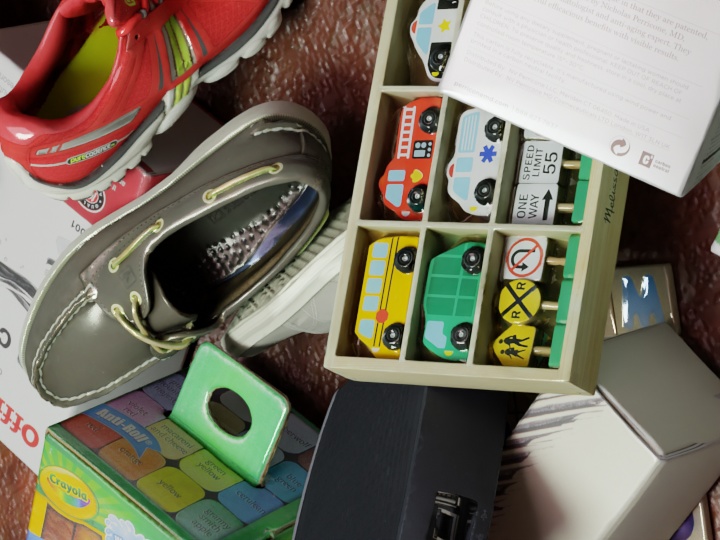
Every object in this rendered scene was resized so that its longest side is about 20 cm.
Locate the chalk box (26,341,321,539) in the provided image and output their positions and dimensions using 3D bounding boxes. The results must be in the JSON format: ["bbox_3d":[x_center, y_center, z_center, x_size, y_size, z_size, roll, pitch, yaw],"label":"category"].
[{"bbox_3d":[-0.083,0.133,1.345,0.124,0.124,0.200,36,130,30],"label":"chalk box"}]

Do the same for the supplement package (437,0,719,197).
[{"bbox_3d":[0.126,-0.149,1.065,0.109,0.114,0.200,24,108,12],"label":"supplement package"}]

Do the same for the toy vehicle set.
[{"bbox_3d":[0.058,-0.047,1.184,0.124,0.027,0.200,1,74,32],"label":"toy vehicle set"}]

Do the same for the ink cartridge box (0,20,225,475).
[{"bbox_3d":[-0.156,-0.011,1.417,0.144,0.084,0.200,39,124,29],"label":"ink cartridge box"}]

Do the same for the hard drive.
[{"bbox_3d":[0.016,0.099,1.221,0.042,0.200,0.135,29,131,-16],"label":"hard drive"}]

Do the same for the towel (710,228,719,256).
[{"bbox_3d":[0.229,-0.067,1.101,0.152,0.023,0.200,31,119,34],"label":"towel"}]

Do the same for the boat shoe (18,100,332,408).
[{"bbox_3d":[-0.092,0.001,1.303,0.202,0.072,0.060,-42,29,17],"label":"boat shoe"}]

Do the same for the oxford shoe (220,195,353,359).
[{"bbox_3d":[0.000,0.000,1.297,0.058,0.075,0.200,41,134,-14],"label":"oxford shoe"}]

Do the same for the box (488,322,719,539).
[{"bbox_3d":[0.089,0.120,1.224,0.068,0.082,0.200,48,126,23],"label":"box"}]

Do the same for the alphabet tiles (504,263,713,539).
[{"bbox_3d":[0.079,0.084,1.283,0.200,0.008,0.167,-4,98,42],"label":"alphabet tiles"}]

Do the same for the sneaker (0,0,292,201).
[{"bbox_3d":[-0.101,-0.122,1.292,0.077,0.085,0.200,32,80,27],"label":"sneaker"}]
